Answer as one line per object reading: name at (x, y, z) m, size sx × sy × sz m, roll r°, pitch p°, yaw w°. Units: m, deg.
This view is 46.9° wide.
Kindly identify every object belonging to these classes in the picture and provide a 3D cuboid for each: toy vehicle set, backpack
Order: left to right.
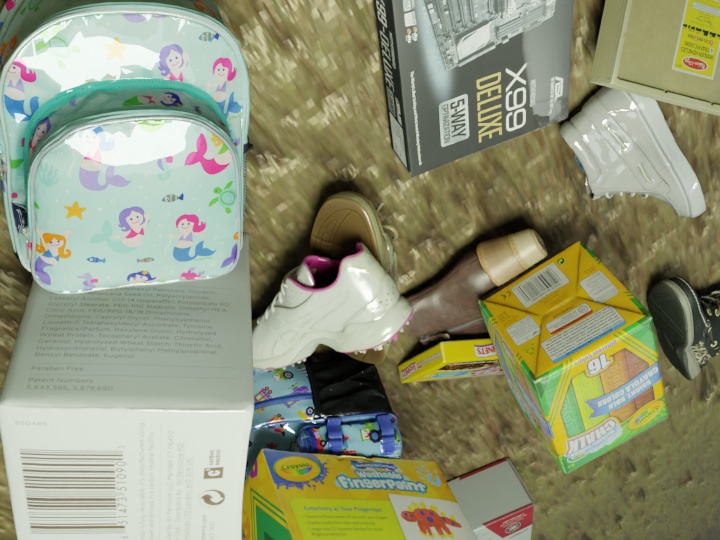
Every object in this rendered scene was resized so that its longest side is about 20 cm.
backpack at (-0.157, -0.091, 0.556) m, size 0.173 × 0.151 × 0.204 m, roll -5°, pitch 126°, yaw -21°
backpack at (-0.076, 0.182, 0.836) m, size 0.195 × 0.136 × 0.186 m, roll 2°, pitch 126°, yaw -25°
toy vehicle set at (0.292, -0.211, 0.728) m, size 0.196 × 0.026 × 0.128 m, roll 5°, pitch 101°, yaw -30°

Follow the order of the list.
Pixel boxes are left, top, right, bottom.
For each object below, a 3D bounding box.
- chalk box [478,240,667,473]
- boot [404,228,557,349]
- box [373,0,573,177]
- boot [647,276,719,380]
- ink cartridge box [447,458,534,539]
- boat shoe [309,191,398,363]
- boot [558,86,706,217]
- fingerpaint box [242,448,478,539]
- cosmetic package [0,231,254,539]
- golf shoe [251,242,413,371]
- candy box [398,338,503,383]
chalk box at (0.215, 0.102, 0.821) m, size 0.123 × 0.125 × 0.202 m, roll -29°, pitch 130°, yaw -1°
boot at (0.145, 0.038, 0.890) m, size 0.164 × 0.074 × 0.199 m, roll -30°, pitch 140°, yaw 19°
box at (0.091, -0.191, 0.659) m, size 0.154 × 0.050 × 0.203 m, roll -20°, pitch 134°, yaw -11°
boot at (0.440, 0.038, 1.024) m, size 0.152 × 0.074 × 0.204 m, roll -35°, pitch 139°, yaw 0°
ink cartridge box at (0.159, 0.375, 1.156) m, size 0.143 × 0.083 × 0.203 m, roll -19°, pitch 134°, yaw -12°
boat shoe at (0.000, 0.000, 0.773) m, size 0.072 × 0.063 × 0.203 m, roll 15°, pitch 138°, yaw 19°
boot at (0.266, -0.101, 0.823) m, size 0.095 × 0.074 × 0.200 m, roll -35°, pitch 127°, yaw 14°
fingerpaint box at (0.008, 0.246, 0.719) m, size 0.196 × 0.168 × 0.074 m, roll 12°, pitch 119°, yaw -32°
cosmetic package at (-0.167, 0.089, 0.638) m, size 0.160 × 0.202 × 0.168 m, roll 3°, pitch 128°, yaw -11°
golf shoe at (-0.048, 0.031, 0.738) m, size 0.196 × 0.076 × 0.093 m, roll -16°, pitch 113°, yaw 32°
candy box at (0.149, 0.097, 0.921) m, size 0.195 × 0.027 × 0.102 m, roll -1°, pitch 163°, yaw -26°
